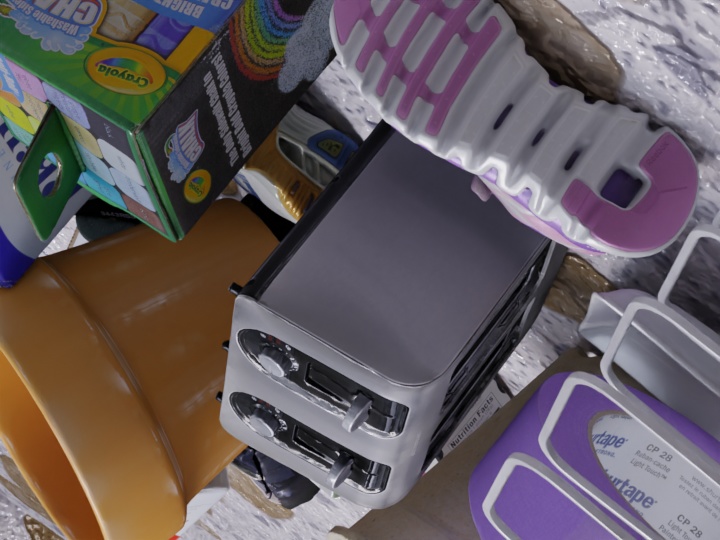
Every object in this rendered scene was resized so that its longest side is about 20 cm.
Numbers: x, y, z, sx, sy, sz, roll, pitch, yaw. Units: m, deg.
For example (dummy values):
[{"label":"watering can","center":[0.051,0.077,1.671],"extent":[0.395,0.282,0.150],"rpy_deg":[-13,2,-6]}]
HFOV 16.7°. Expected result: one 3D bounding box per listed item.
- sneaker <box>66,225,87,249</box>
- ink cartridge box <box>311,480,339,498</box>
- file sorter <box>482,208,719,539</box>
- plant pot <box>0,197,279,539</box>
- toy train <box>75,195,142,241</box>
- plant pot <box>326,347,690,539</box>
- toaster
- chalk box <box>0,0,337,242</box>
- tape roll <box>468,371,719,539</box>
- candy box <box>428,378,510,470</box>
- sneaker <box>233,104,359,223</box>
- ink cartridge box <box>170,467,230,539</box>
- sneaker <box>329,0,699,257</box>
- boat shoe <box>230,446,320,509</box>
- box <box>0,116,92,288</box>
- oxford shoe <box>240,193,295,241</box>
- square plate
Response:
[{"label":"sneaker","center":[-0.153,-0.002,1.803],"extent":[0.112,0.071,0.200],"rpy_deg":[47,162,7]},{"label":"ink cartridge box","center":[-0.050,0.050,1.623],"extent":[0.200,0.059,0.104],"rpy_deg":[39,131,38]},{"label":"file sorter","center":[0.163,0.067,1.116],"extent":[0.125,0.200,0.139],"rpy_deg":[39,163,9]},{"label":"plant pot","center":[-0.126,0.053,1.495],"extent":[0.200,0.183,0.200],"rpy_deg":[51,161,25]},{"label":"toy train","center":[-0.203,-0.083,1.557],"extent":[0.200,0.114,0.085],"rpy_deg":[6,151,16]},{"label":"plant pot","center":[0.115,0.153,1.442],"extent":[0.200,0.184,0.200],"rpy_deg":[40,168,10]},{"label":"toaster","center":[0.022,0.012,1.321],"extent":[0.119,0.200,0.181],"rpy_deg":[34,154,9]},{"label":"chalk box","center":[-0.117,-0.108,1.255],"extent":[0.124,0.200,0.125],"rpy_deg":[33,161,21]},{"label":"tape roll","center":[0.154,0.142,1.266],"extent":[0.200,0.066,0.200],"rpy_deg":[32,-159,-14]},{"label":"candy box","center":[0.053,0.126,1.708],"extent":[0.168,0.072,0.200],"rpy_deg":[20,154,48]},{"label":"sneaker","center":[-0.077,-0.090,1.423],"extent":[0.088,0.075,0.200],"rpy_deg":[24,160,49]},{"label":"ink cartridge box","center":[-0.150,0.102,1.709],"extent":[0.200,0.050,0.162],"rpy_deg":[137,127,-61]},{"label":"sneaker","center":[0.068,-0.070,1.189],"extent":[0.200,0.081,0.088],"rpy_deg":[37,170,5]},{"label":"boat shoe","center":[-0.099,0.075,1.738],"extent":[0.200,0.075,0.093],"rpy_deg":[46,175,32]},{"label":"box","center":[-0.205,-0.125,1.397],"extent":[0.105,0.200,0.184],"rpy_deg":[28,159,32]},{"label":"oxford shoe","center":[0.000,0.000,1.519],"extent":[0.084,0.073,0.200],"rpy_deg":[47,173,-32]},{"label":"square plate","center":[0.203,0.075,1.289],"extent":[0.200,0.028,0.198],"rpy_deg":[38,176,6]}]
